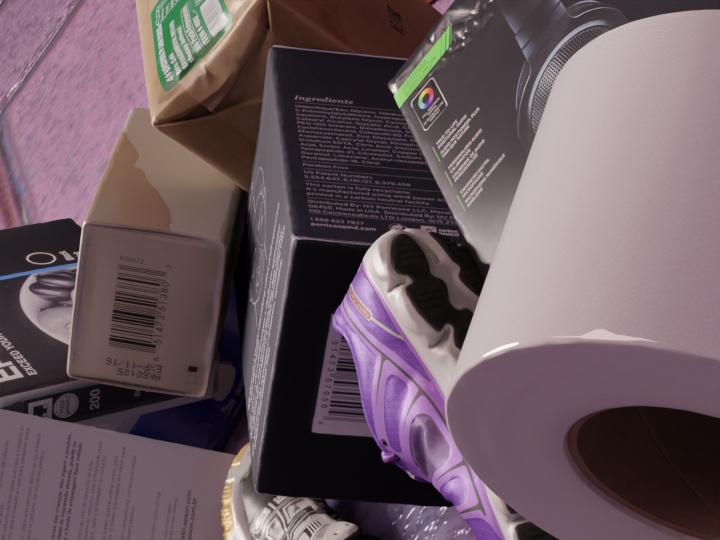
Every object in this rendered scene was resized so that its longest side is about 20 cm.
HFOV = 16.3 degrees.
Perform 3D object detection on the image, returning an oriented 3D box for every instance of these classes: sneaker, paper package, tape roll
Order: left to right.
[{"bbox_3d":[-0.029,-0.115,1.438,0.104,0.190,0.200,-48,26,19],"label":"paper package"},{"bbox_3d":[-0.019,0.149,1.260,0.087,0.076,0.201,-27,33,17],"label":"sneaker"},{"bbox_3d":[0.052,0.077,1.114,0.084,0.080,0.201,-51,56,39],"label":"sneaker"},{"bbox_3d":[0.144,0.020,0.915,0.202,0.202,0.140,-22,41,53],"label":"tape roll"}]

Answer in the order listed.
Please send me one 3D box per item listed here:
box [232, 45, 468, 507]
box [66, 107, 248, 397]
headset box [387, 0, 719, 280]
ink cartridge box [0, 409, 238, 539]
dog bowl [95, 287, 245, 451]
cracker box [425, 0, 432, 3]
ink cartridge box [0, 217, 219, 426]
[{"bbox_3d":[0.000,0.000,1.272,0.200,0.106,0.149,-100,17,-57],"label":"box"},{"bbox_3d":[-0.107,-0.015,1.394,0.200,0.077,0.096,-84,2,-70],"label":"box"},{"bbox_3d":[0.119,-0.083,1.149,0.174,0.092,0.201,-50,38,24],"label":"headset box"},{"bbox_3d":[-0.167,0.175,1.289,0.043,0.198,0.198,126,154,-66],"label":"ink cartridge box"},{"bbox_3d":[-0.145,0.067,1.579,0.200,0.079,0.201,-44,27,29],"label":"dog bowl"},{"bbox_3d":[0.008,-0.277,1.643,0.058,0.134,0.201,-33,33,45],"label":"cracker box"},{"bbox_3d":[-0.213,0.038,1.431,0.198,0.199,0.044,37,132,49],"label":"ink cartridge box"}]
